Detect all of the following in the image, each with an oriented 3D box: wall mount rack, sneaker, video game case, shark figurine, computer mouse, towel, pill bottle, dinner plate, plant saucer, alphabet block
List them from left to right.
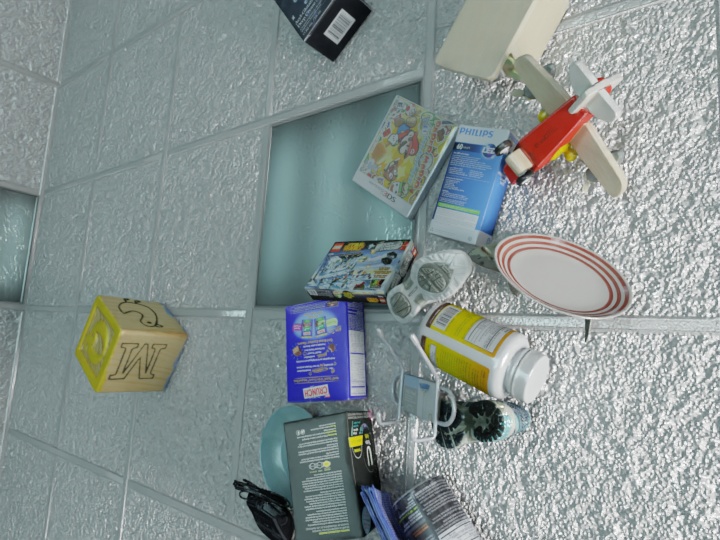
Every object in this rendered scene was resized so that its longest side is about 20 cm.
[{"bbox_3d":[-0.637,0.206,1.427,0.194,0.199,0.199,33,102,37],"label":"alphabet block"},{"bbox_3d":[-0.178,0.493,1.054,0.137,0.053,0.202,16,134,25],"label":"computer mouse"},{"bbox_3d":[-0.136,0.391,1.095,0.199,0.038,0.205,-9,76,38],"label":"plant saucer"},{"bbox_3d":[0.058,0.428,0.844,0.024,0.201,0.146,-29,61,-1],"label":"towel"},{"bbox_3d":[0.088,-0.233,1.043,0.182,0.023,0.202,39,106,36],"label":"video game case"},{"bbox_3d":[0.081,0.192,0.889,0.199,0.074,0.177,-2,84,62],"label":"wall mount rack"},{"bbox_3d":[0.126,0.013,0.869,0.079,0.099,0.200,57,141,6],"label":"sneaker"},{"bbox_3d":[0.142,0.444,0.818,0.106,0.106,0.201,-47,56,22],"label":"pill bottle"},{"bbox_3d":[0.191,0.250,0.838,0.199,0.085,0.079,-24,65,59],"label":"sneaker"},{"bbox_3d":[0.195,0.133,0.832,0.199,0.109,0.111,24,96,39],"label":"pill bottle"},{"bbox_3d":[0.280,0.019,0.825,0.213,0.128,0.090,30,126,21],"label":"shark figurine"},{"bbox_3d":[0.288,0.009,0.743,0.200,0.198,0.025,41,134,36],"label":"dinner plate"}]

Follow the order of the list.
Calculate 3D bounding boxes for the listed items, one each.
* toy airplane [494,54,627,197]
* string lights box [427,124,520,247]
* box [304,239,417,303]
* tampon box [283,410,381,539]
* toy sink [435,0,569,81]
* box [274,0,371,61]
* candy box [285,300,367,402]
[{"bbox_3d":[0.316,-0.223,0.782,0.198,0.140,0.203,18,120,42],"label":"toy airplane"},{"bbox_3d":[0.202,-0.149,0.912,0.102,0.059,0.203,20,94,39],"label":"string lights box"},{"bbox_3d":[0.000,0.000,1.014,0.198,0.040,0.138,1,46,39],"label":"box"},{"bbox_3d":[-0.044,0.368,0.934,0.124,0.150,0.203,-13,73,14],"label":"tampon box"},{"bbox_3d":[0.246,-0.410,0.894,0.130,0.111,0.202,32,97,38],"label":"toy sink"},{"bbox_3d":[-0.092,-0.626,1.208,0.149,0.106,0.201,-46,56,23],"label":"box"},{"bbox_3d":[-0.073,0.167,1.062,0.167,0.077,0.203,-11,73,35],"label":"candy box"}]
